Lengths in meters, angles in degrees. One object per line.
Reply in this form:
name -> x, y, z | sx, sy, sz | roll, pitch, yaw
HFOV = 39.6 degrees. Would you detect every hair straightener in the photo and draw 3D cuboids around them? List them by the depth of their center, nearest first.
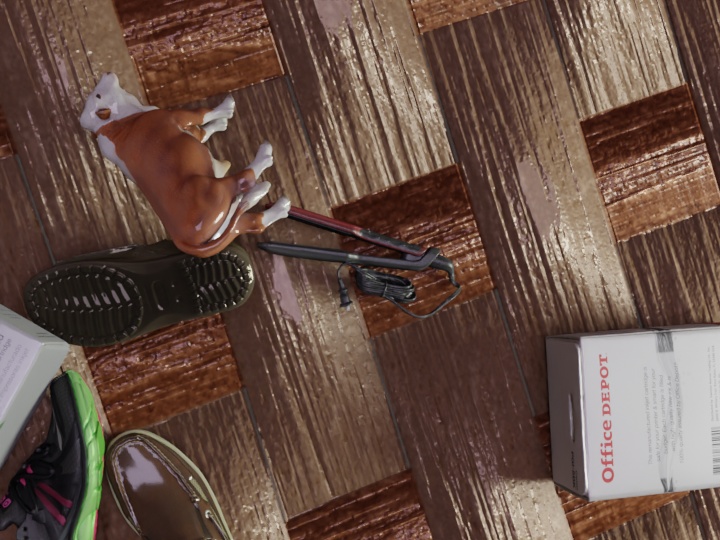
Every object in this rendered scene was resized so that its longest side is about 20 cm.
hair straightener -> 0.000, 0.000, 0.907 | 0.197, 0.041, 0.078 | 16, 86, -16

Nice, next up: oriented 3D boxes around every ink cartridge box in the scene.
ink cartridge box -> -0.356, 0.072, 0.784 | 0.198, 0.088, 0.147 | 30, 85, 1
ink cartridge box -> 0.280, 0.127, 0.939 | 0.197, 0.083, 0.149 | -2, 90, -13

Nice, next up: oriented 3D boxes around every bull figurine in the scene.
bull figurine -> -0.147, -0.094, 0.831 | 0.120, 0.065, 0.201 | -25, 63, -21

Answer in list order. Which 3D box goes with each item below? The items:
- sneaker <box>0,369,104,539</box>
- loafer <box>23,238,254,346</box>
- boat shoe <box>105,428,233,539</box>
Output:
sneaker -> -0.257, 0.183, 0.825 | 0.083, 0.077, 0.203 | 7, 87, -16
loafer -> -0.183, 0.015, 0.849 | 0.197, 0.068, 0.077 | -6, 104, 3
boat shoe -> -0.146, 0.224, 0.849 | 0.074, 0.075, 0.203 | -36, 97, -10
